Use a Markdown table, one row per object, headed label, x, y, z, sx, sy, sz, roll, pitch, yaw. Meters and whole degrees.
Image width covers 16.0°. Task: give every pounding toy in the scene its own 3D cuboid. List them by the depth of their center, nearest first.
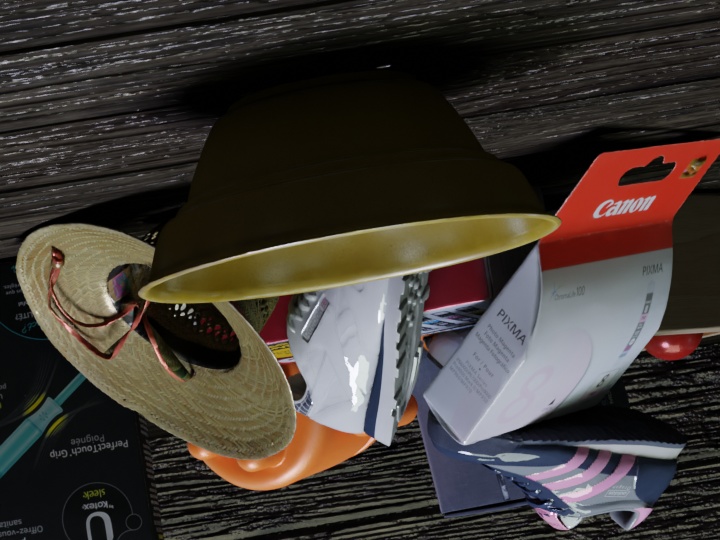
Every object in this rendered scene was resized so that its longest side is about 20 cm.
| label | x | y | z | sx | sy | sz | roll | pitch | yaw |
| --- | --- | --- | --- | --- | --- | --- | --- | --- | --- |
| pounding toy | 0.173 | 0.033 | 1.889 | 0.200 | 0.143 | 0.184 | -15 | 171 | 40 |

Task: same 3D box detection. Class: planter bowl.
| label | x | y | z | sx | sy | sz | roll | pitch | yaw |
| --- | --- | --- | --- | --- | --- | --- | --- | --- | --- |
| planter bowl | -0.011 | -0.044 | 1.197 | 0.200 | 0.084 | 0.200 | -9 | 173 | -1 |

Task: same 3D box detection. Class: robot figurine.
| label | x | y | z | sx | sy | sz | roll | pitch | yaw |
| --- | --- | --- | --- | --- | --- | --- | --- | --- | --- |
| robot figurine | -0.049 | 0.087 | 1.801 | 0.144 | 0.117 | 0.200 | -31 | 172 | 27 |

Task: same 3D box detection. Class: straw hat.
| label | x | y | z | sx | sy | sz | roll | pitch | yaw |
| --- | --- | --- | --- | --- | --- | --- | --- | --- | --- |
| straw hat | -0.099 | 0.013 | 1.515 | 0.201 | 0.201 | 0.085 | -18 | -152 | 54 |

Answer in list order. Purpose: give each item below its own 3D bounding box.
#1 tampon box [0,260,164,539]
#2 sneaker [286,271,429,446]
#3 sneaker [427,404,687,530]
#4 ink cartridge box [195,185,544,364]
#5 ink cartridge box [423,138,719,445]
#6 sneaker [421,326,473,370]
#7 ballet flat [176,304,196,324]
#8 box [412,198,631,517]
| label | x | y | z | sx | sy | sz | roll | pitch | yaw |
| --- | --- | --- | --- | --- | --- | --- | --- | --- | --- |
| tampon box | -0.213 | 0.100 | 1.638 | 0.149 | 0.201 | 0.126 | -9 | 174 | -3 |
| sneaker | -0.004 | 0.018 | 1.501 | 0.080 | 0.200 | 0.076 | 17 | -142 | 12 |
| sneaker | 0.121 | 0.130 | 1.651 | 0.200 | 0.082 | 0.070 | 9 | -160 | -32 |
| ink cartridge box | 0.000 | 0.000 | 1.604 | 0.199 | 0.084 | 0.175 | -12 | 172 | 22 |
| ink cartridge box | 0.144 | 0.012 | 1.562 | 0.162 | 0.057 | 0.200 | -10 | 146 | -53 |
| sneaker | 0.072 | 0.020 | 1.734 | 0.092 | 0.200 | 0.076 | -46 | 130 | 0 |
| ballet flat | -0.134 | 0.036 | 1.798 | 0.069 | 0.070 | 0.200 | -8 | 173 | -19 |
| box | 0.103 | 0.063 | 1.792 | 0.157 | 0.201 | 0.051 | -15 | 178 | 44 |
